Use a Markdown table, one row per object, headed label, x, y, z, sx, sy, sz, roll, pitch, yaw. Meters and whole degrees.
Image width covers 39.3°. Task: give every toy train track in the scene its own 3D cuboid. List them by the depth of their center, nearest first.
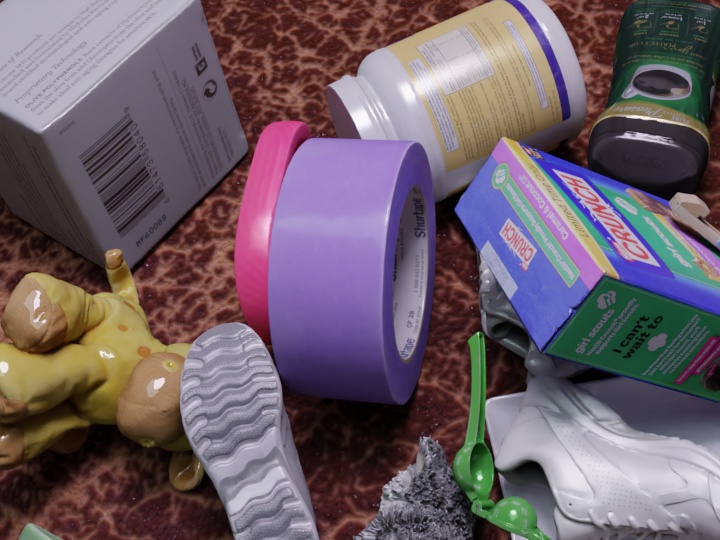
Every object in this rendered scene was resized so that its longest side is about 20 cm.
| label | x | y | z | sx | sy | sz | roll | pitch | yaw |
| --- | --- | --- | --- | --- | --- | --- | --- | --- | --- |
| toy train track | 0.314 | 0.003 | 0.743 | 0.200 | 0.033 | 0.115 | 37 | 21 | -6 |

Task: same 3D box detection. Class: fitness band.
| label | x | y | z | sx | sy | sz | roll | pitch | yaw |
| --- | --- | --- | --- | --- | --- | --- | --- | --- | --- |
| fitness band | -0.063 | -0.031 | 0.848 | 0.037 | 0.144 | 0.201 | 1 | 54 | 10 |

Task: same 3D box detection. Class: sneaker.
| label | x | y | z | sx | sy | sz | roll | pitch | yaw |
| --- | --- | --- | --- | --- | --- | --- | --- | --- | --- |
| sneaker | 0.179 | 0.155 | 0.678 | 0.199 | 0.078 | 0.100 | 24 | 68 | 37 |
| sneaker | -0.082 | 0.138 | 0.740 | 0.074 | 0.082 | 0.201 | -15 | 72 | -5 |
| sneaker | 0.124 | 0.008 | 0.827 | 0.080 | 0.071 | 0.201 | -28 | 54 | -6 |

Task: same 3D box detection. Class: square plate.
| label | x | y | z | sx | sy | sz | roll | pitch | yaw |
| --- | --- | --- | --- | --- | --- | --- | --- | --- | --- |
| square plate | 0.202 | 0.166 | 0.720 | 0.198 | 0.029 | 0.199 | -10 | 53 | 4 |

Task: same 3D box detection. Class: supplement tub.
| label | x | y | z | sx | sy | sz | roll | pitch | yaw |
| --- | --- | --- | --- | --- | --- | --- | --- | --- | --- |
| supplement tub | 0.084 | -0.147 | 0.902 | 0.199 | 0.146 | 0.146 | -24 | 53 | -7 |

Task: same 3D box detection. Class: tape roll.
| label | x | y | z | sx | sy | sz | roll | pitch | yaw |
| --- | --- | --- | --- | --- | --- | --- | --- | --- | --- |
| tape roll | 0.000 | 0.000 | 0.776 | 0.084 | 0.201 | 0.201 | 3 | 55 | 15 |

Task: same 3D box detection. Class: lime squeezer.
| label | x | y | z | sx | sy | sz | roll | pitch | yaw |
| --- | --- | --- | --- | --- | --- | --- | --- | --- | --- |
| lime squeezer | 0.105 | 0.143 | 0.672 | 0.070 | 0.038 | 0.201 | -34 | 60 | 7 |

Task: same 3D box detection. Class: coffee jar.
| label | x | y | z | sx | sy | sz | roll | pitch | yaw |
| --- | --- | --- | --- | --- | --- | --- | --- | --- | --- |
| coffee jar | 0.267 | -0.149 | 0.902 | 0.104 | 0.086 | 0.201 | 12 | 56 | 17 |

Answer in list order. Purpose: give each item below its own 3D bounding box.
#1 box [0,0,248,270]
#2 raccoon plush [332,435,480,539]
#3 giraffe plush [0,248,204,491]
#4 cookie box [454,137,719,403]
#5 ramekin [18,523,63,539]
| label | x | y | z | sx | sy | sz | roll | pitch | yaw |
| --- | --- | --- | --- | --- | --- | --- | --- | --- | --- |
| box | -0.244 | -0.148 | 0.938 | 0.171 | 0.200 | 0.200 | 26 | 61 | 28 |
| raccoon plush | 0.070 | 0.195 | 0.667 | 0.199 | 0.097 | 0.134 | 15 | 56 | 48 |
| giraffe plush | -0.180 | 0.093 | 0.798 | 0.161 | 0.174 | 0.200 | 24 | 27 | 15 |
| cookie box | 0.189 | 0.002 | 0.722 | 0.199 | 0.075 | 0.172 | 15 | 30 | -28 |
| ramekin | -0.151 | 0.253 | 0.629 | 0.199 | 0.200 | 0.098 | 23 | 68 | 26 |
